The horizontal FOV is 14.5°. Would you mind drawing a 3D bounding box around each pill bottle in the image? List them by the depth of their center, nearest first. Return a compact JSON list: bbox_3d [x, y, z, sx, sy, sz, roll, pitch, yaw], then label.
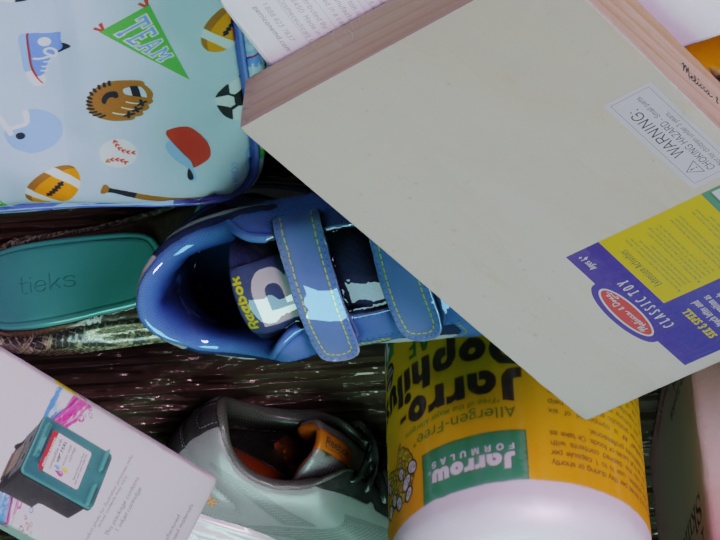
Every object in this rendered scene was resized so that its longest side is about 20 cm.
[{"bbox_3d":[0.067,0.091,1.217,0.113,0.200,0.113,0,143,0],"label":"pill bottle"}]

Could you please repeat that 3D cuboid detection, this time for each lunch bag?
[{"bbox_3d":[-0.107,-0.101,1.067,0.160,0.076,0.200,-4,142,1],"label":"lunch bag"}]

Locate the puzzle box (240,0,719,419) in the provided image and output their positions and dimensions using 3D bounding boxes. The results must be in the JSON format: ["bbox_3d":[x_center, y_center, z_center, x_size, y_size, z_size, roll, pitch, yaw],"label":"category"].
[{"bbox_3d":[0.072,-0.029,0.984,0.133,0.025,0.200,-26,131,30],"label":"puzzle box"}]

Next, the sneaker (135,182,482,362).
[{"bbox_3d":[0.000,0.000,1.089,0.200,0.082,0.074,-10,100,36],"label":"sneaker"}]

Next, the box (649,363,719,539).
[{"bbox_3d":[0.198,0.132,1.274,0.109,0.200,0.128,1,142,-3],"label":"box"}]

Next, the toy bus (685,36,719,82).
[{"bbox_3d":[0.158,-0.038,1.038,0.200,0.065,0.078,27,129,-10],"label":"toy bus"}]

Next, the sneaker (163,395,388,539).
[{"bbox_3d":[-0.002,0.111,1.351,0.200,0.074,0.079,15,135,-19],"label":"sneaker"}]

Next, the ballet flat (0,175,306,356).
[{"bbox_3d":[-0.069,0.002,1.222,0.200,0.068,0.075,-10,164,20],"label":"ballet flat"}]

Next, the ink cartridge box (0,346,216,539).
[{"bbox_3d":[-0.174,0.066,1.246,0.200,0.067,0.116,35,169,-38],"label":"ink cartridge box"}]

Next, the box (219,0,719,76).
[{"bbox_3d":[0.061,-0.140,0.976,0.200,0.125,0.097,-17,140,21],"label":"box"}]
